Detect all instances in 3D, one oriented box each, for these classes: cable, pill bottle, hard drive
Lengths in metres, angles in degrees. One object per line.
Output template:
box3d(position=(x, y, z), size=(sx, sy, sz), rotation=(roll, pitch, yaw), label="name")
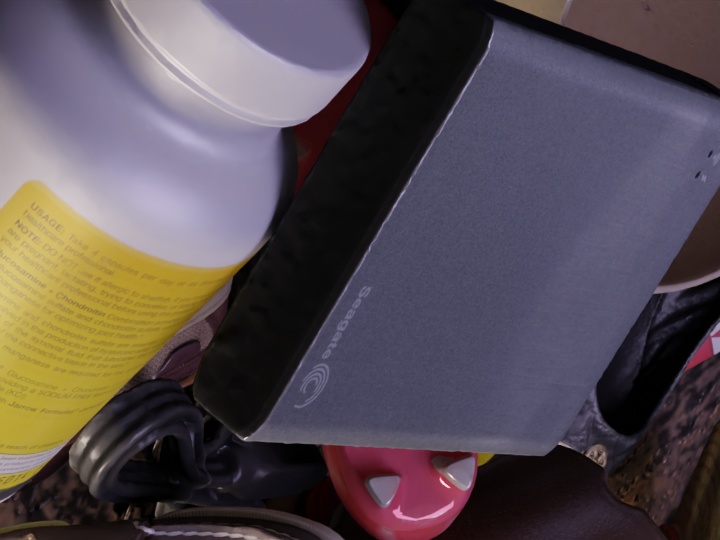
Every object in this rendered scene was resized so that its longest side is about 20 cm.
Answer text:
box3d(position=(-0.065, 0.064, 0.990), size=(0.097, 0.050, 0.200), rotation=(-40, 160, 18), label="cable")
box3d(position=(-0.089, -0.025, 0.803), size=(0.112, 0.112, 0.200), rotation=(7, 138, -47), label="pill bottle")
box3d(position=(0.040, -0.009, 0.848), size=(0.140, 0.033, 0.200), rotation=(-59, 153, 12), label="hard drive")

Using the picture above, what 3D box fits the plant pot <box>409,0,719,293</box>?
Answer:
box3d(position=(0.093, -0.111, 0.992), size=(0.200, 0.134, 0.201), rotation=(-26, 133, -32), label="plant pot")

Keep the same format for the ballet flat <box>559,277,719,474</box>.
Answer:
box3d(position=(0.132, 0.017, 1.145), size=(0.200, 0.057, 0.066), rotation=(-55, 140, 0), label="ballet flat")

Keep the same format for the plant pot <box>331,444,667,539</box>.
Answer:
box3d(position=(0.022, 0.175, 1.051), size=(0.198, 0.200, 0.201), rotation=(-26, 132, -23), label="plant pot")

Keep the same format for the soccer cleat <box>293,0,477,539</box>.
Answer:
box3d(position=(0.000, 0.000, 0.991), size=(0.066, 0.076, 0.201), rotation=(-9, 81, -13), label="soccer cleat")

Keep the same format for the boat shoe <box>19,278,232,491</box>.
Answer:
box3d(position=(-0.123, 0.049, 0.939), size=(0.200, 0.072, 0.072), rotation=(-31, 135, -36), label="boat shoe")

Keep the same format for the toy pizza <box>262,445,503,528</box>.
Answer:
box3d(position=(0.033, 0.096, 1.155), size=(0.200, 0.032, 0.201), rotation=(-25, 132, -32), label="toy pizza")

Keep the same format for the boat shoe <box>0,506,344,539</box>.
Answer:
box3d(position=(-0.101, 0.118, 0.925), size=(0.060, 0.199, 0.072), rotation=(33, 51, -70), label="boat shoe")

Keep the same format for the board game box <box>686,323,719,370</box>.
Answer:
box3d(position=(0.206, -0.032, 1.248), size=(0.200, 0.030, 0.096), rotation=(-29, 133, -32), label="board game box")

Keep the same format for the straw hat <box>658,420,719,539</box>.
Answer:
box3d(position=(0.114, 0.154, 1.193), size=(0.085, 0.201, 0.202), rotation=(2, 123, 0), label="straw hat")
